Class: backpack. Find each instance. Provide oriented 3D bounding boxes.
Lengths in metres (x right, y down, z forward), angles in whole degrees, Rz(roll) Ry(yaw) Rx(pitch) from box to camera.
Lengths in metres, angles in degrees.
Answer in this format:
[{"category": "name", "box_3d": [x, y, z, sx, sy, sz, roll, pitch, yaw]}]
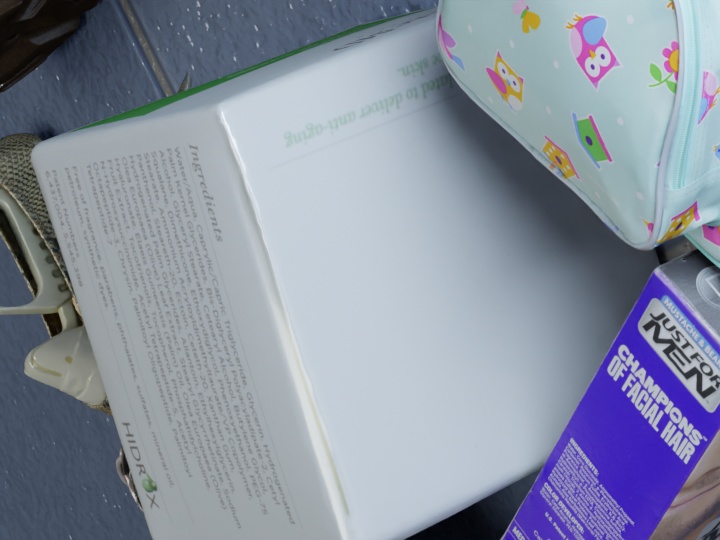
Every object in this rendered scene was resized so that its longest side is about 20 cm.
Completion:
[{"category": "backpack", "box_3d": [0.126, -0.117, 1.007, 0.176, 0.153, 0.200, 48, 136, 36]}]

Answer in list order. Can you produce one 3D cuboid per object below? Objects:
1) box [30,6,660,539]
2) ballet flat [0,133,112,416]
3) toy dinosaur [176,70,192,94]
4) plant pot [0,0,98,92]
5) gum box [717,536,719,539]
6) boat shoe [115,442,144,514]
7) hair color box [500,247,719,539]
[{"category": "box", "box_3d": [0.000, 0.000, 1.210, 0.171, 0.199, 0.200, -4, 105, 56]}, {"category": "ballet flat", "box_3d": [-0.176, 0.017, 1.593, 0.200, 0.075, 0.068, 63, 146, 6]}, {"category": "toy dinosaur", "box_3d": [-0.046, -0.001, 1.350, 0.102, 0.077, 0.200, -1, 98, 29]}, {"category": "plant pot", "box_3d": [-0.253, -0.190, 1.490, 0.198, 0.200, 0.200, 54, 146, 5]}, {"category": "gum box", "box_3d": [0.229, 0.090, 1.054, 0.114, 0.066, 0.200, 53, 145, 19]}, {"category": "boat shoe", "box_3d": [-0.094, 0.102, 1.361, 0.067, 0.057, 0.200, 63, 167, -16]}, {"category": "hair color box", "box_3d": [0.142, 0.061, 1.126, 0.065, 0.109, 0.200, 51, 145, 24]}]
